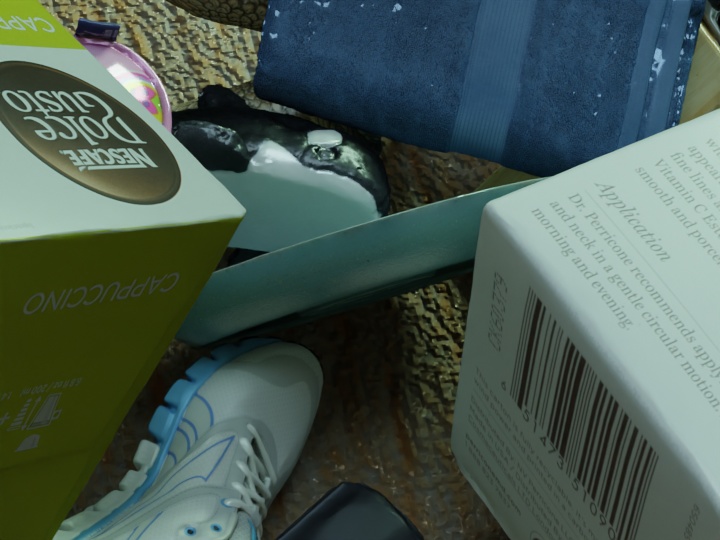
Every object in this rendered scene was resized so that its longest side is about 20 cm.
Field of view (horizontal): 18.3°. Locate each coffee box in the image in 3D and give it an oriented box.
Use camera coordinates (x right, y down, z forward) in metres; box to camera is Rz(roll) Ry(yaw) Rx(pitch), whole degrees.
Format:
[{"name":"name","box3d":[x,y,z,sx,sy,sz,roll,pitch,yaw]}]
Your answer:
[{"name":"coffee box","box3d":[-0.202,0.000,0.809,0.198,0.201,0.199,44,26,23]}]

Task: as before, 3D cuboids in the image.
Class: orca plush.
[{"name":"orca plush","box3d":[-0.076,-0.050,1.056,0.199,0.105,0.071,-12,47,32]}]

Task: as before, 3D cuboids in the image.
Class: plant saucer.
[{"name":"plant saucer","box3d":[0.000,0.000,0.998,0.199,0.200,0.028,-17,87,-17]}]

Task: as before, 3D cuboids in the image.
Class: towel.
[{"name":"towel","box3d":[0.055,-0.107,1.030,0.199,0.049,0.112,14,85,0]}]

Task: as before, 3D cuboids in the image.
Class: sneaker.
[{"name":"sneaker","box3d":[-0.063,0.106,0.938,0.086,0.075,0.200,6,43,40]}]

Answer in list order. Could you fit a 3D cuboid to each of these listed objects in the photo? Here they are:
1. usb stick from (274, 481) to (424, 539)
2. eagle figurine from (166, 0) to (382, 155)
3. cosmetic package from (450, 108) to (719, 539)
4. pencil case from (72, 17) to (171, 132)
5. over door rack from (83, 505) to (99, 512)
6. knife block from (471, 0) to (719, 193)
[{"name":"usb stick","box3d":[-0.051,0.162,0.939,0.055,0.033,0.200,39,57,18]},{"name":"eagle figurine","box3d":[-0.034,-0.108,1.115,0.199,0.151,0.152,-7,60,-24]},{"name":"cosmetic package","box3d":[0.164,0.046,0.885,0.199,0.166,0.165,-21,54,-20]},{"name":"pencil case","box3d":[-0.141,-0.022,0.978,0.087,0.200,0.088,8,59,-14]},{"name":"over door rack","box3d":[-0.224,0.117,0.941,0.200,0.067,0.148,-35,59,-29]},{"name":"knife block","box3d":[0.155,-0.083,1.068,0.199,0.176,0.064,-15,51,-16]}]
